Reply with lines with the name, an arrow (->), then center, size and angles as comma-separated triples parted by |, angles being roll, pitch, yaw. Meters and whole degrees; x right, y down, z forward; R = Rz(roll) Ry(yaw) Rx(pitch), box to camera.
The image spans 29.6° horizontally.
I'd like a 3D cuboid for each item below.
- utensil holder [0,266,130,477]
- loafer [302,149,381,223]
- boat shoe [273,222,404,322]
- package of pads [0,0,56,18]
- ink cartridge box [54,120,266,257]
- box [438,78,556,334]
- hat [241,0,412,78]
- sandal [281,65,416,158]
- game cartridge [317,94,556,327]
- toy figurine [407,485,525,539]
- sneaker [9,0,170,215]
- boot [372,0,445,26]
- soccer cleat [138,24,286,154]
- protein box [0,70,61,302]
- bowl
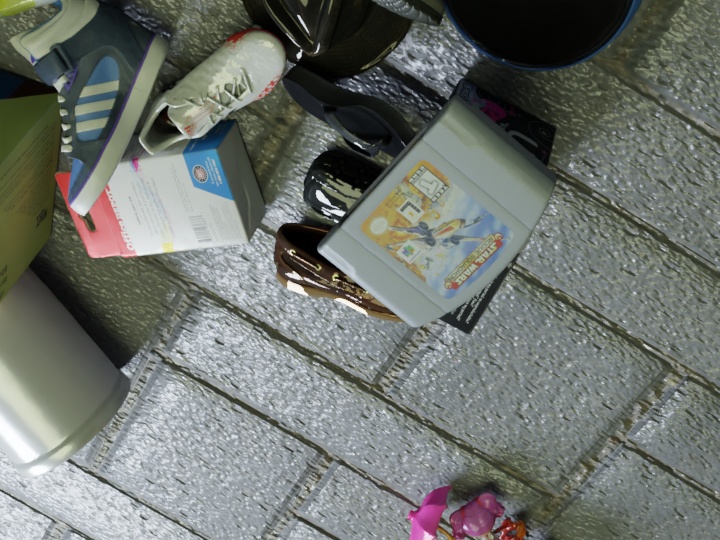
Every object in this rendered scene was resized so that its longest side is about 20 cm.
utensil holder -> -0.395, 0.111, 1.597 | 0.169, 0.171, 0.201 | -25, 111, 31
loafer -> 0.031, -0.052, 1.409 | 0.199, 0.068, 0.071 | 29, 136, 3
boat shoe -> 0.000, 0.000, 1.449 | 0.197, 0.071, 0.071 | 12, 131, 9
package of pads -> -0.363, -0.343, 1.301 | 0.152, 0.068, 0.203 | -10, 106, 24
ink cartridge box -> -0.214, -0.084, 1.460 | 0.197, 0.068, 0.118 | -5, 122, 21
box -> 0.102, -0.065, 1.289 | 0.114, 0.201, 0.133 | 26, 127, -4
hat -> -0.042, -0.259, 1.273 | 0.197, 0.081, 0.203 | 8, 126, 11
sandal -> -0.010, -0.139, 1.306 | 0.199, 0.043, 0.076 | 30, 163, 45
game cartridge -> 0.069, -0.041, 1.169 | 0.133, 0.042, 0.200 | 40, 124, -6
toy figurine -> 0.142, 0.336, 1.623 | 0.198, 0.150, 0.186 | -29, 104, 8
sneaker -> -0.292, -0.175, 1.360 | 0.145, 0.081, 0.202 | 25, 95, -10
boot -> 0.023, -0.318, 1.197 | 0.199, 0.068, 0.132 | 34, 86, -20
soccer cleat -> -0.147, -0.173, 1.347 | 0.199, 0.086, 0.069 | -22, 118, 42
protein box -> -0.423, -0.080, 1.445 | 0.133, 0.200, 0.202 | 19, 128, 4
bowl -> 0.160, -0.273, 1.226 | 0.197, 0.040, 0.203 | 8, 126, 12
